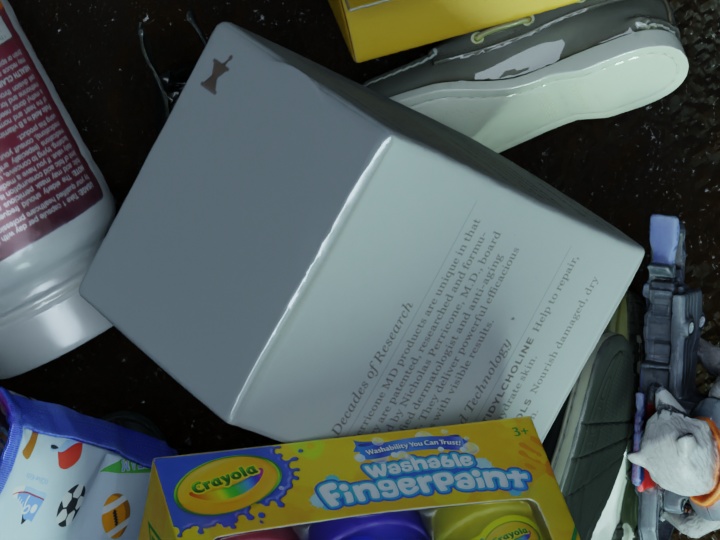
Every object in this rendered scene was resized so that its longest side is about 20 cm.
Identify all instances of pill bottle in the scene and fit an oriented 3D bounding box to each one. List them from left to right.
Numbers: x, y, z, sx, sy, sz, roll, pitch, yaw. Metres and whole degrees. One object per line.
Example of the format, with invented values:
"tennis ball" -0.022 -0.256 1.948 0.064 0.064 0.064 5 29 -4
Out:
"pill bottle" -0.204 -0.050 1.569 0.114 0.114 0.200 -28 98 -1

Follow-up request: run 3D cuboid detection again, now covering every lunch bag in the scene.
"lunch bag" -0.207 0.141 1.525 0.200 0.170 0.124 -40 60 16

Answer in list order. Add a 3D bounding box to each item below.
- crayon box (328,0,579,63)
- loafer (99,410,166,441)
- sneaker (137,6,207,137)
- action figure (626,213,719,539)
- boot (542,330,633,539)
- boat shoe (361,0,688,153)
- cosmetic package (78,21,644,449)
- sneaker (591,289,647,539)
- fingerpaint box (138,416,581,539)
"crayon box" 0.039 -0.176 1.533 0.125 0.200 0.052 -15 122 -3
"loafer" -0.178 0.168 1.625 0.072 0.063 0.200 33 93 -9
"sneaker" -0.079 -0.046 1.586 0.060 0.104 0.201 -16 98 -4
"action figure" 0.213 0.064 1.592 0.104 0.193 0.201 10 111 37
"boot" 0.058 0.110 1.596 0.153 0.073 0.204 23 107 27
"boat shoe" 0.080 -0.110 1.616 0.201 0.072 0.060 -15 58 8
"cosmetic package" 0.000 0.000 1.497 0.200 0.167 0.167 23 99 -41
"sneaker" 0.118 0.106 1.644 0.088 0.077 0.201 9 83 23
"fingerpaint box" 0.010 0.162 1.383 0.199 0.167 0.073 -5 137 -18
